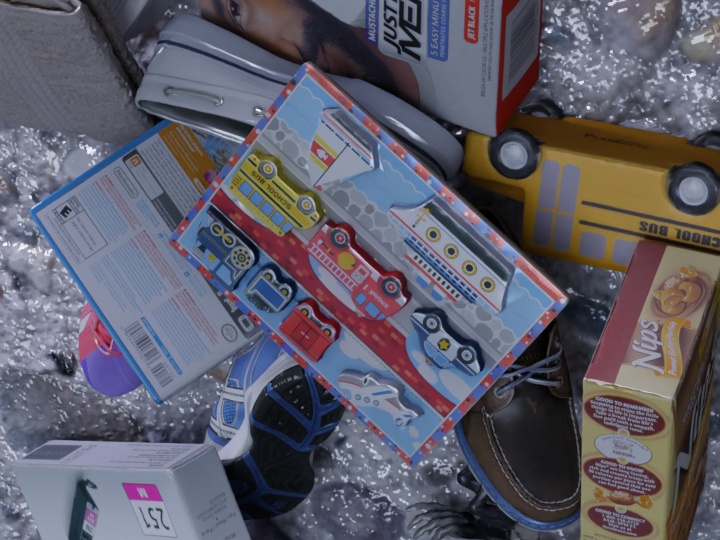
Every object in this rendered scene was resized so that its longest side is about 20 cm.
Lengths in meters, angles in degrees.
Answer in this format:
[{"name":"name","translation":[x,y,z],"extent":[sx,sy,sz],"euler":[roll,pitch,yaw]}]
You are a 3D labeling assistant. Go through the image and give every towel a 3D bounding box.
[{"name":"towel","translation":[-0.197,-0.131,1.237],"extent":[0.132,0.035,0.200],"euler":[13,160,18]}]

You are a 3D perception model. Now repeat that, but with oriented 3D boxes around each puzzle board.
[{"name":"puzzle board","translation":[0.000,0.000,1.151],"extent":[0.200,0.017,0.151],"euler":[42,120,3]}]

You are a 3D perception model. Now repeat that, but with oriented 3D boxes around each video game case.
[{"name":"video game case","translation":[-0.079,-0.033,1.218],"extent":[0.200,0.018,0.143],"euler":[-34,80,-7]}]

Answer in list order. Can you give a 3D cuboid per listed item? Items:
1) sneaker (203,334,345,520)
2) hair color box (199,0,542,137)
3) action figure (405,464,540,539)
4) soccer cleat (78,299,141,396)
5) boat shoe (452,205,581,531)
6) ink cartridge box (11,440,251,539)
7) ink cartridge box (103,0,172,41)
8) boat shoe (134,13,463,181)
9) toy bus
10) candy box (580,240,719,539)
[{"name":"sneaker","translation":[-0.060,0.099,1.327],"extent":[0.075,0.077,0.200],"euler":[12,138,-22]},{"name":"hair color box","translation":[0.004,-0.164,1.163],"extent":[0.199,0.064,0.111],"euler":[21,140,21]},{"name":"action figure","translation":[0.073,0.177,1.275],"extent":[0.102,0.119,0.201],"euler":[3,103,0]},{"name":"soccer cleat","translation":[-0.145,0.007,1.315],"extent":[0.067,0.076,0.200],"euler":[33,119,7]},{"name":"boat shoe","translation":[0.085,0.055,1.186],"extent":[0.072,0.072,0.201],"euler":[105,148,-63]},{"name":"ink cartridge box","translation":[-0.142,0.202,1.369],"extent":[0.200,0.043,0.174],"euler":[-5,110,49]},{"name":"ink cartridge box","translation":[-0.185,-0.248,1.235],"extent":[0.200,0.068,0.117],"euler":[41,119,1]},{"name":"boat shoe","translation":[-0.039,-0.082,1.187],"extent":[0.199,0.074,0.067],"euler":[23,74,17]},{"name":"toy bus","translation":[0.161,-0.043,1.177],"extent":[0.199,0.065,0.079],"euler":[12,116,17]},{"name":"candy box","translation":[0.167,0.096,1.163],"extent":[0.055,0.116,0.201],"euler":[12,137,16]}]
